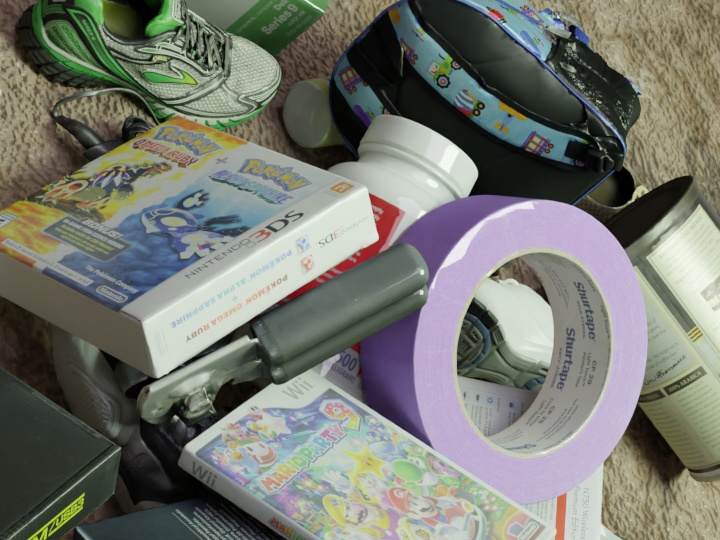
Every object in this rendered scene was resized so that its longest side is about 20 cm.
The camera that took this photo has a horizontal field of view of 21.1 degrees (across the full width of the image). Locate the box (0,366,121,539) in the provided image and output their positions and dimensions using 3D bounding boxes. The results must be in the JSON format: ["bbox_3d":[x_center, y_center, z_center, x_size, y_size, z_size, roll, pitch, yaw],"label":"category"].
[{"bbox_3d":[-0.269,0.111,1.075,0.199,0.048,0.193,31,44,20],"label":"box"}]

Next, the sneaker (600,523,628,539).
[{"bbox_3d":[0.149,0.220,1.434,0.200,0.070,0.093,50,55,-5],"label":"sneaker"}]

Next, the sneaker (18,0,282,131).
[{"bbox_3d":[-0.135,-0.155,1.366,0.199,0.085,0.079,12,61,-37],"label":"sneaker"}]

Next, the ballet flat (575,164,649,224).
[{"bbox_3d":[0.184,-0.095,1.634,0.200,0.046,0.068,41,49,-17],"label":"ballet flat"}]

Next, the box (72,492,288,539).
[{"bbox_3d":[-0.076,0.223,1.159,0.199,0.150,0.107,-8,31,-43],"label":"box"}]

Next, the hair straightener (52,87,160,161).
[{"bbox_3d":[-0.130,-0.061,1.361,0.199,0.041,0.077,38,48,-14],"label":"hair straightener"}]

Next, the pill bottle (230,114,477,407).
[{"bbox_3d":[0.000,0.000,1.334,0.112,0.112,0.201,33,77,-23],"label":"pill bottle"}]

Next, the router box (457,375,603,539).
[{"bbox_3d":[0.077,0.175,1.354,0.178,0.049,0.202,13,57,-7],"label":"router box"}]

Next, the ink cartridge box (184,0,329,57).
[{"bbox_3d":[-0.112,-0.276,1.447,0.199,0.087,0.146,31,52,-23],"label":"ink cartridge box"}]

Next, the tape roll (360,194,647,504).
[{"bbox_3d":[0.098,0.052,1.299,0.199,0.065,0.202,-4,96,-34],"label":"tape roll"}]

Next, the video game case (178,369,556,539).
[{"bbox_3d":[0.007,0.138,1.171,0.199,0.018,0.143,32,31,16],"label":"video game case"}]

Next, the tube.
[{"bbox_3d":[0.023,-0.130,1.519,0.199,0.052,0.059,-14,119,-47],"label":"tube"}]

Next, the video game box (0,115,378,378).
[{"bbox_3d":[-0.120,-0.022,1.216,0.181,0.199,0.047,-30,125,-33],"label":"video game box"}]

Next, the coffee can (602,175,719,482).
[{"bbox_3d":[0.266,0.047,1.562,0.201,0.146,0.146,52,46,-7],"label":"coffee can"}]

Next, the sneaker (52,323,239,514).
[{"bbox_3d":[-0.114,0.095,1.242,0.113,0.075,0.201,-28,93,-23],"label":"sneaker"}]

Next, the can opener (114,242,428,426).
[{"bbox_3d":[-0.056,0.032,1.190,0.199,0.053,0.067,-28,65,-12],"label":"can opener"}]

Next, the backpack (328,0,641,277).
[{"bbox_3d":[0.085,-0.125,1.429,0.200,0.182,0.135,40,37,-9],"label":"backpack"}]

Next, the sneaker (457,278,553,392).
[{"bbox_3d":[0.101,0.042,1.489,0.199,0.074,0.088,35,38,-31],"label":"sneaker"}]
